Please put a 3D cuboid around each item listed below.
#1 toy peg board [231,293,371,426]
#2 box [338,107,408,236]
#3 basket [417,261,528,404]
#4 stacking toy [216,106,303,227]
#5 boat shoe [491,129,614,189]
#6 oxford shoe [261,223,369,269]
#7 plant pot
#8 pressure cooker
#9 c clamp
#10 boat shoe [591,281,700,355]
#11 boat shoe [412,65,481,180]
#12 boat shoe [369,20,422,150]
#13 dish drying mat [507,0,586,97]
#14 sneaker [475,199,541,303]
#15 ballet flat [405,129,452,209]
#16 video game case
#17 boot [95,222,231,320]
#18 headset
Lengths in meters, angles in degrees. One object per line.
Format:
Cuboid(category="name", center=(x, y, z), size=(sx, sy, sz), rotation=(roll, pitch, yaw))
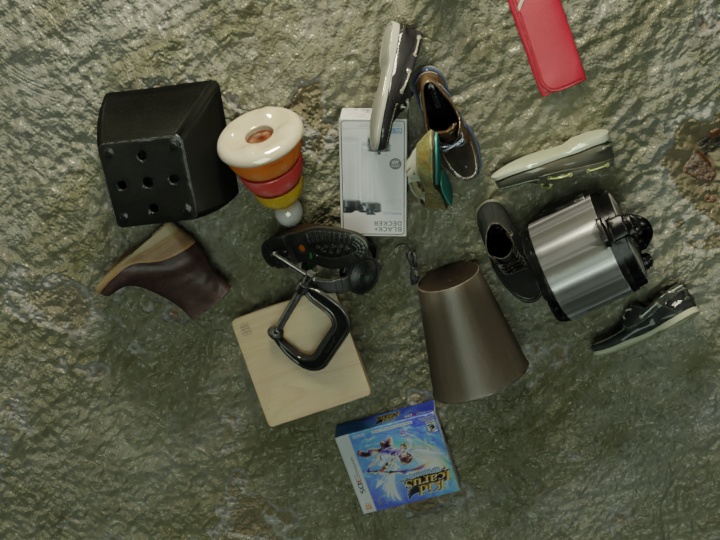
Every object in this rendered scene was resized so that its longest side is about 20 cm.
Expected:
Cuboid(category="toy peg board", center=(-0.097, 0.143, 1.811), size=(0.196, 0.098, 0.203), rotation=(-19, 97, 11))
Cuboid(category="box", center=(0.023, -0.160, 1.669), size=(0.114, 0.060, 0.204), rotation=(2, 115, 3))
Cuboid(category="basket", center=(0.177, 0.100, 1.743), size=(0.177, 0.136, 0.203), rotation=(-21, 109, -1))
Cuboid(category="stacking toy", center=(-0.142, -0.150, 1.663), size=(0.143, 0.148, 0.202), rotation=(-10, 130, 8))
Cuboid(category="boat shoe", center=(0.312, -0.166, 1.644), size=(0.198, 0.072, 0.061), rotation=(-20, 108, 8))
Cuboid(category="oxford shoe", center=(-0.065, -0.051, 1.677), size=(0.197, 0.084, 0.074), rotation=(3, 117, 32))
Cuboid(category="plant pot", center=(-0.317, -0.172, 1.619), size=(0.195, 0.178, 0.204), rotation=(-6, 114, 5))
Cuboid(category="pressure cooker", center=(0.378, -0.029, 1.646), size=(0.197, 0.177, 0.180), rotation=(-25, 115, 18))
Cuboid(category="c clamp", center=(-0.099, 0.077, 1.702), size=(0.169, 0.027, 0.202), rotation=(30, 130, 4))
Cuboid(category="boat shoe", center=(0.486, 0.090, 1.766), size=(0.198, 0.071, 0.069), rotation=(-31, 73, 23))
Cuboid(category="boat shoe", center=(0.135, -0.224, 1.626), size=(0.071, 0.073, 0.202), rotation=(-26, 111, 14))
Cuboid(category="boat shoe", center=(0.055, -0.281, 1.575), size=(0.059, 0.074, 0.204), rotation=(11, 81, -14))
Cuboid(category="dish drying mat", center=(0.285, -0.374, 1.579), size=(0.076, 0.018, 0.203), rotation=(-20, 112, 11))
Cuboid(category="sneaker", center=(0.249, -0.012, 1.698), size=(0.074, 0.107, 0.202), rotation=(-27, 110, 15))
Cuboid(category="ballet flat", center=(0.104, -0.155, 1.619), size=(0.069, 0.072, 0.201), rotation=(-11, 155, 8))
Cuboid(category="video game case", center=(0.071, 0.353, 1.911), size=(0.196, 0.046, 0.184), rotation=(-16, 114, 10))
Cuboid(category="boot", center=(-0.344, 0.028, 1.768), size=(0.199, 0.073, 0.167), rotation=(-36, 106, 14))
Cuboid(category="headset", center=(0.000, 0.000, 1.713), size=(0.196, 0.124, 0.096), rotation=(-11, 120, 0))
